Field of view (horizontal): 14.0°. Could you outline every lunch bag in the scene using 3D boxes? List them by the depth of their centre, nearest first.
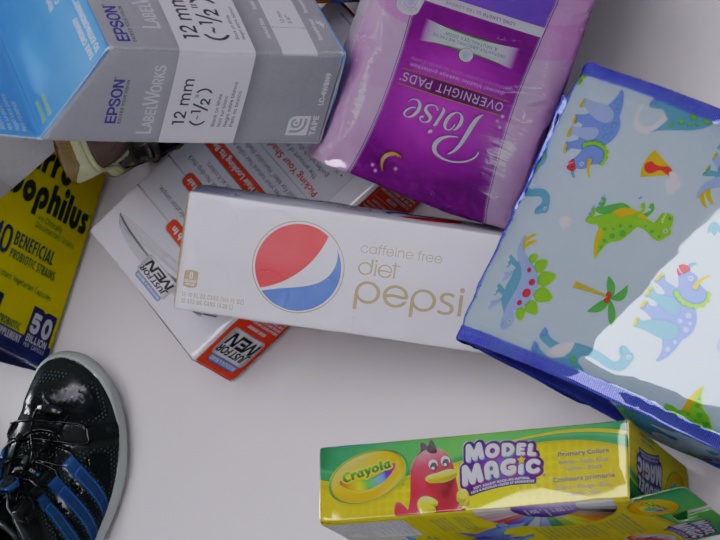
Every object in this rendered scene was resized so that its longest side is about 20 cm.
[{"bbox_3d":[0.172,0.003,1.553,0.200,0.127,0.170,24,84,8],"label":"lunch bag"}]

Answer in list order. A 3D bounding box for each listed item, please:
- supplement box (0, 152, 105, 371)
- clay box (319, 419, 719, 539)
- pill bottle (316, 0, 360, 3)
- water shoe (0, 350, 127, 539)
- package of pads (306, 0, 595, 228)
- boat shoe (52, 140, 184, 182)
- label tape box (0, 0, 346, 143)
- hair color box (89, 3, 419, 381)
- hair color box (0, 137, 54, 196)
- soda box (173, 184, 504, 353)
[{"bbox_3d":[-0.227,-0.057,1.753,0.109,0.109,0.201,12,80,25],"label":"supplement box"},{"bbox_3d":[0.090,0.119,1.567,0.199,0.115,0.048,-7,71,20],"label":"clay box"},{"bbox_3d":[0.059,-0.208,1.661,0.199,0.112,0.112,-1,73,2],"label":"pill bottle"},{"bbox_3d":[-0.186,0.139,1.694,0.071,0.079,0.201,2,75,23],"label":"water shoe"},{"bbox_3d":[0.058,-0.134,1.587,0.120,0.076,0.200,18,107,-5],"label":"package of pads"},{"bbox_3d":[-0.126,-0.090,1.686,0.065,0.200,0.073,-11,102,11],"label":"boat shoe"},{"bbox_3d":[-0.126,-0.134,1.574,0.143,0.199,0.066,-117,37,-46],"label":"label tape box"},{"bbox_3d":[-0.045,-0.046,1.702,0.200,0.064,0.111,-42,65,4],"label":"hair color box"},{"bbox_3d":[-0.278,-0.043,1.639,0.200,0.111,0.064,-40,63,8],"label":"hair color box"},{"bbox_3d":[0.000,0.000,1.622,0.199,0.064,0.068,8,95,2],"label":"soda box"}]
